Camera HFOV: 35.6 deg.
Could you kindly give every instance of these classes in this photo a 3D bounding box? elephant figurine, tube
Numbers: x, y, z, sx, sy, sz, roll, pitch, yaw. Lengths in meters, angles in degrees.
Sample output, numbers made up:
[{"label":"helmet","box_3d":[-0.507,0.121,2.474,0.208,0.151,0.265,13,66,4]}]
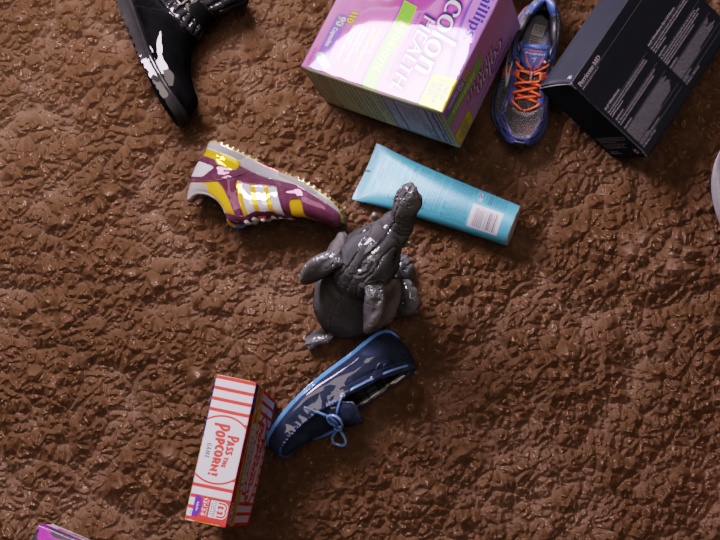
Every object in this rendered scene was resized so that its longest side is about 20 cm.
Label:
[{"label":"elephant figurine","box_3d":[0.000,0.000,1.276,0.141,0.200,0.156,-1,78,1]},{"label":"tube","box_3d":[0.095,-0.088,1.373,0.200,0.050,0.078,22,75,11]}]

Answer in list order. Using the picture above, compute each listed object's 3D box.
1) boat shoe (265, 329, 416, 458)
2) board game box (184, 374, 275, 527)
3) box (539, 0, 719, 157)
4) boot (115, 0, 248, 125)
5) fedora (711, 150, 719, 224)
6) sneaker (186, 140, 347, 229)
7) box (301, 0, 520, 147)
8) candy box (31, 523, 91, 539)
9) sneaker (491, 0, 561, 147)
[{"label":"boat shoe","box_3d":[-0.021,0.152,1.303,0.200,0.084,0.069,-43,69,-4]},{"label":"board game box","box_3d":[-0.140,0.203,1.238,0.046,0.200,0.152,11,79,4]},{"label":"box","box_3d":[0.334,-0.258,1.358,0.141,0.079,0.200,39,80,-22]},{"label":"boot","box_3d":[-0.207,-0.301,1.408,0.158,0.079,0.211,-23,78,-3]},{"label":"fedora","box_3d":[0.499,-0.080,1.333,0.177,0.090,0.200,-34,86,-4]},{"label":"sneaker","box_3d":[-0.115,-0.081,1.369,0.200,0.075,0.090,26,88,13]},{"label":"box","box_3d":[0.062,-0.272,1.358,0.200,0.097,0.176,23,80,24]},{"label":"candy box","box_3d":[-0.339,0.407,1.272,0.136,0.061,0.200,21,79,6]},{"label":"sneaker","box_3d":[0.206,-0.250,1.385,0.075,0.078,0.200,7,78,4]}]
